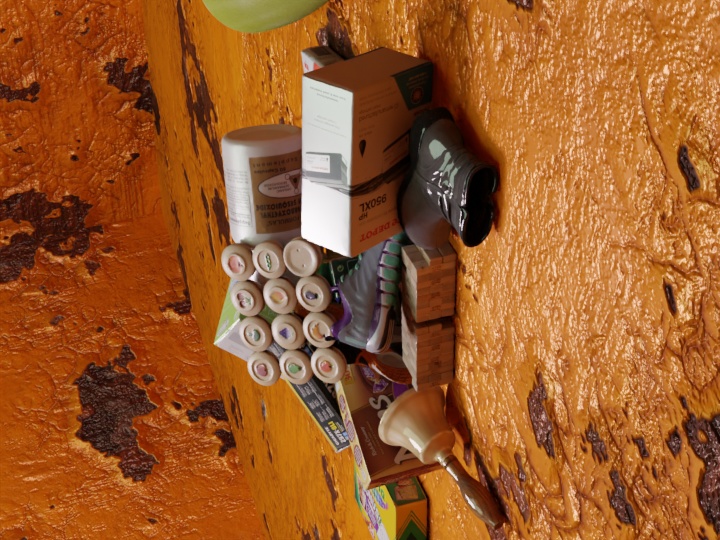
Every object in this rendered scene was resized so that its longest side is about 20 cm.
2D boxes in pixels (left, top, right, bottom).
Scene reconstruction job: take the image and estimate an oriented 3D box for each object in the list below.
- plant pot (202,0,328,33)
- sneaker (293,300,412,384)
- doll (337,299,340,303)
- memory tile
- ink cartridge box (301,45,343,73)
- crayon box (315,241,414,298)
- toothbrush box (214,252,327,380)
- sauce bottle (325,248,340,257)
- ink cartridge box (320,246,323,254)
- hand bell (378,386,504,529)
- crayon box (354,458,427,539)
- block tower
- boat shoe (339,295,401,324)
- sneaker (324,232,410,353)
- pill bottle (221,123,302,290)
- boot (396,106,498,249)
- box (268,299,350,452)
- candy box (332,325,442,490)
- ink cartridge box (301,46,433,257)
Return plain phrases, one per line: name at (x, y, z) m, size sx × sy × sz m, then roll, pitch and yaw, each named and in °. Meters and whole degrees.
plant pot at (-0.099, -0.412, 1.750) m, size 0.199 × 0.185 × 0.190 m, roll 17°, pitch 120°, yaw 56°
sneaker at (-0.005, 0.087, 1.766) m, size 0.076 × 0.198 × 0.092 m, roll -59°, pitch 18°, yaw 11°
doll at (-0.023, 0.086, 2.077) m, size 0.138 × 0.048 × 0.201 m, roll 91°, pitch 164°, yaw -46°
memory tile at (-0.099, 0.056, 1.700) m, size 0.017 × 0.151 × 0.203 m, roll -41°, pitch -57°, yaw -57°
ink cartridge box at (-0.036, -0.206, 1.882) m, size 0.162 × 0.049 × 0.203 m, roll -129°, pitch 33°, yaw -62°
crayon box at (0.000, 0.000, 1.762) m, size 0.200 × 0.124 × 0.052 m, roll 178°, pitch 79°, yaw -76°
toothbrush box at (-0.125, 0.047, 2.000) m, size 0.086 × 0.144 × 0.202 m, roll -42°, pitch 27°, yaw 42°
sauce bottle at (-0.014, -0.068, 1.864) m, size 0.201 × 0.065 × 0.067 m, roll 105°, pitch 149°, yaw -66°
ink cartridge box at (-0.107, -0.088, 1.881) m, size 0.146 × 0.083 × 0.203 m, roll -52°, pitch -32°, yaw -62°
hand bell at (0.116, 0.248, 1.649) m, size 0.200 × 0.103 × 0.105 m, roll 51°, pitch 152°, yaw 38°
crayon box at (0.044, 0.353, 2.032) m, size 0.201 × 0.057 × 0.175 m, roll -120°, pitch 22°, yaw -50°
block tower at (0.084, 0.052, 1.627) m, size 0.058 × 0.053 × 0.202 m, roll -120°, pitch 23°, yaw -51°
boat shoe at (0.000, 0.039, 1.910) m, size 0.200 × 0.067 × 0.073 m, roll -147°, pitch 45°, yaw -70°
sneaker at (0.009, -0.003, 1.624) m, size 0.074 × 0.086 × 0.203 m, roll 46°, pitch -126°, yaw -75°
pill bottle at (-0.119, -0.083, 1.730) m, size 0.114 × 0.113 × 0.203 m, roll -139°, pitch 42°, yaw -66°
boot at (0.097, -0.067, 1.454) m, size 0.202 × 0.069 × 0.132 m, roll 87°, pitch 158°, yaw -47°
box at (-0.046, 0.135, 1.898) m, size 0.049 × 0.160 × 0.201 m, roll -28°, pitch 102°, yaw 34°
candy box at (0.033, 0.190, 1.815) m, size 0.057 × 0.115 × 0.203 m, roll 110°, pitch 146°, yaw -64°
ink cartridge box at (0.007, -0.137, 1.508) m, size 0.084 × 0.144 × 0.203 m, roll 23°, pitch 124°, yaw 35°
